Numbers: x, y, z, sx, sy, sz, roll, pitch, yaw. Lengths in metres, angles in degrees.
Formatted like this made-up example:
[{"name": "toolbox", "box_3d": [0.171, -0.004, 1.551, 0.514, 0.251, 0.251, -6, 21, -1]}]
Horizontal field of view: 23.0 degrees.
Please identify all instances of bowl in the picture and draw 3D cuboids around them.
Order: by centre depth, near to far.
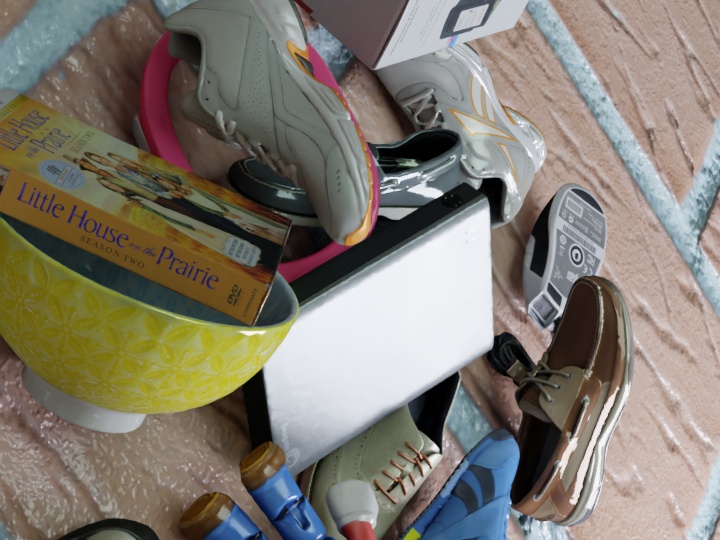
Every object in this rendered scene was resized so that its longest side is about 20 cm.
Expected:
[{"name": "bowl", "box_3d": [-0.147, 0.030, 1.053, 0.199, 0.200, 0.108, 8, 114, -47]}]

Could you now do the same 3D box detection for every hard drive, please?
[{"name": "hard drive", "box_3d": [0.006, 0.042, 1.198, 0.199, 0.033, 0.141, -30, 136, -26]}]

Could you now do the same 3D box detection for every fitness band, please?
[{"name": "fitness band", "box_3d": [-0.069, -0.082, 1.191, 0.143, 0.037, 0.201, -23, 81, -22]}]

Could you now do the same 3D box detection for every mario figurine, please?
[{"name": "mario figurine", "box_3d": [-0.030, 0.214, 1.157, 0.201, 0.123, 0.106, 52, 24, -6]}]

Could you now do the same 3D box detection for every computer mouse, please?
[{"name": "computer mouse", "box_3d": [0.161, 0.022, 1.481, 0.109, 0.044, 0.202, 34, 59, -31]}]

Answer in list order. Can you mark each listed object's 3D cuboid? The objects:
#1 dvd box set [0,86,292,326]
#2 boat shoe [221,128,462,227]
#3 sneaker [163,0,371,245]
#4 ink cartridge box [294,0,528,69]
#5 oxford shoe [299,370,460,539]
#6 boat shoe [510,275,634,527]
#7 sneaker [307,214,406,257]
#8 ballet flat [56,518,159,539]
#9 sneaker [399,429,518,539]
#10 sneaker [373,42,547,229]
[{"name": "dvd box set", "box_3d": [-0.139, -0.041, 1.038, 0.198, 0.030, 0.146, 25, 16, -4]}, {"name": "boat shoe", "box_3d": [-0.009, -0.075, 1.266, 0.198, 0.062, 0.073, -1, 36, -36]}, {"name": "sneaker", "box_3d": [-0.062, -0.094, 1.137, 0.091, 0.076, 0.201, -22, 67, -14]}, {"name": "ink cartridge box", "box_3d": [0.033, -0.243, 1.346, 0.146, 0.083, 0.199, 42, 36, 18]}, {"name": "oxford shoe", "box_3d": [0.013, 0.137, 1.242, 0.071, 0.073, 0.201, 47, 47, -31]}, {"name": "boat shoe", "box_3d": [0.161, 0.103, 1.391, 0.071, 0.076, 0.202, 8, 93, -30]}, {"name": "sneaker", "box_3d": [0.000, 0.000, 1.298, 0.200, 0.065, 0.079, -58, 161, -55]}, {"name": "ballet flat", "box_3d": [-0.169, 0.188, 1.019, 0.199, 0.068, 0.069, -15, 87, -51]}, {"name": "sneaker", "box_3d": [0.077, 0.193, 1.272, 0.078, 0.066, 0.200, 33, 41, 9]}, {"name": "sneaker", "box_3d": [0.075, -0.110, 1.406, 0.200, 0.075, 0.093, 39, 55, -32]}]
